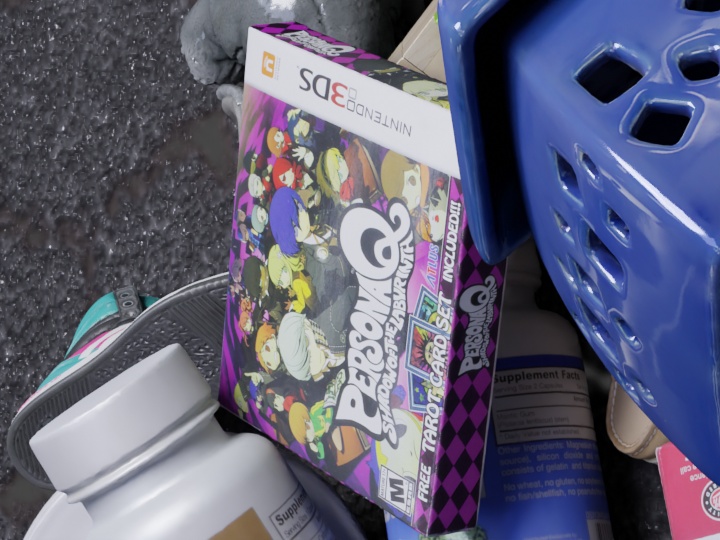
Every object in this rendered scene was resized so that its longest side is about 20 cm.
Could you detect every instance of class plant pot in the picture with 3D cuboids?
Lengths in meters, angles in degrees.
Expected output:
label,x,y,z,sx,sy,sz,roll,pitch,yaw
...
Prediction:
label,x,y,z,sx,sy,sz,roll,pitch,yaw
plant pot,0.146,-0.065,0.992,0.200,0.200,0.180,-42,62,-17

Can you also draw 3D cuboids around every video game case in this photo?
label,x,y,z,sx,sy,sz,roll,pitch,yaw
video game case,0.000,0.000,1.165,0.181,0.036,0.201,28,118,49

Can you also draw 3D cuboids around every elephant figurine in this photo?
label,x,y,z,sx,sy,sz,roll,pitch,yaw
elephant figurine,-0.008,-0.074,1.286,0.141,0.155,0.201,-29,63,33

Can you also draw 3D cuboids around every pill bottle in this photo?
label,x,y,z,sx,sy,sz,roll,pitch,yaw
pill bottle,-0.072,0.143,1.207,0.114,0.114,0.201,-29,96,39
pill bottle,0.061,0.084,1.222,0.112,0.112,0.201,-20,74,41

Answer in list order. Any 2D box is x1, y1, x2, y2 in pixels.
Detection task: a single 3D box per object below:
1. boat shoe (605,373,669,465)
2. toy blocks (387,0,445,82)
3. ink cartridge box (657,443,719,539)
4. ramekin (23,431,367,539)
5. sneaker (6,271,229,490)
label,x,y,z,sx,sy,sz,roll,pitch,yaw
boat shoe,0.142,0.001,1.159,0.074,0.069,0.201,46,130,52
toy blocks,0.104,-0.106,1.191,0.136,0.100,0.200,37,101,-8
ink cartridge box,0.225,0.158,1.070,0.145,0.083,0.201,-20,74,41
ramekin,-0.087,0.180,1.315,0.201,0.094,0.204,0,95,-1
sneaker,-0.101,0.044,1.389,0.199,0.121,0.084,-29,104,18
